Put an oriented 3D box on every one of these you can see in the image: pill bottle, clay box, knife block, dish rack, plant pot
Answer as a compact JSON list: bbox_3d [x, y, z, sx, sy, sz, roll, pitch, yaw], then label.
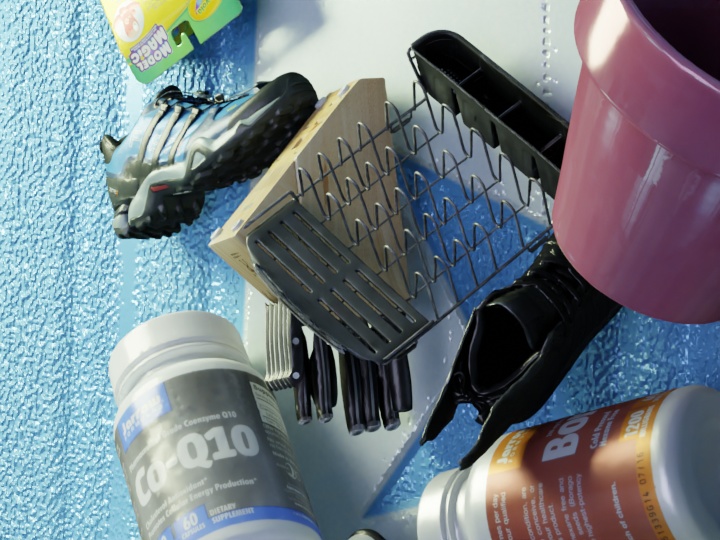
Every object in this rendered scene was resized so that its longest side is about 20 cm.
[{"bbox_3d":[0.136,0.142,1.530,0.200,0.112,0.112,-18,80,37],"label":"pill bottle"},{"bbox_3d":[-0.141,-0.240,1.782,0.115,0.048,0.200,-32,73,35],"label":"clay box"},{"bbox_3d":[0.000,0.000,1.663,0.200,0.176,0.064,-53,13,-16],"label":"knife block"},{"bbox_3d":[0.031,-0.041,1.579,0.200,0.055,0.153,-39,59,-16],"label":"dish rack"},{"bbox_3d":[0.199,-0.076,1.436,0.200,0.200,0.179,47,134,28],"label":"plant pot"},{"bbox_3d":[-0.100,0.131,1.695,0.114,0.114,0.200,-48,45,30],"label":"pill bottle"}]

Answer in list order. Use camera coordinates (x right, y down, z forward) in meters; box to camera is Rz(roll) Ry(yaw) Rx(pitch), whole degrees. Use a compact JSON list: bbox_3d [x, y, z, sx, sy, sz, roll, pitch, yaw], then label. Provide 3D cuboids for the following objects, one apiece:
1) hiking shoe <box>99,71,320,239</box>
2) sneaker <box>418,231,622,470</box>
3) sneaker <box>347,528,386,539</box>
[{"bbox_3d":[-0.113,-0.095,1.747,0.200,0.074,0.087,-31,73,35],"label":"hiking shoe"},{"bbox_3d":[0.106,0.030,1.519,0.060,0.104,0.200,32,89,17],"label":"sneaker"},{"bbox_3d":[0.025,0.247,1.649,0.080,0.115,0.200,2,122,41],"label":"sneaker"}]
